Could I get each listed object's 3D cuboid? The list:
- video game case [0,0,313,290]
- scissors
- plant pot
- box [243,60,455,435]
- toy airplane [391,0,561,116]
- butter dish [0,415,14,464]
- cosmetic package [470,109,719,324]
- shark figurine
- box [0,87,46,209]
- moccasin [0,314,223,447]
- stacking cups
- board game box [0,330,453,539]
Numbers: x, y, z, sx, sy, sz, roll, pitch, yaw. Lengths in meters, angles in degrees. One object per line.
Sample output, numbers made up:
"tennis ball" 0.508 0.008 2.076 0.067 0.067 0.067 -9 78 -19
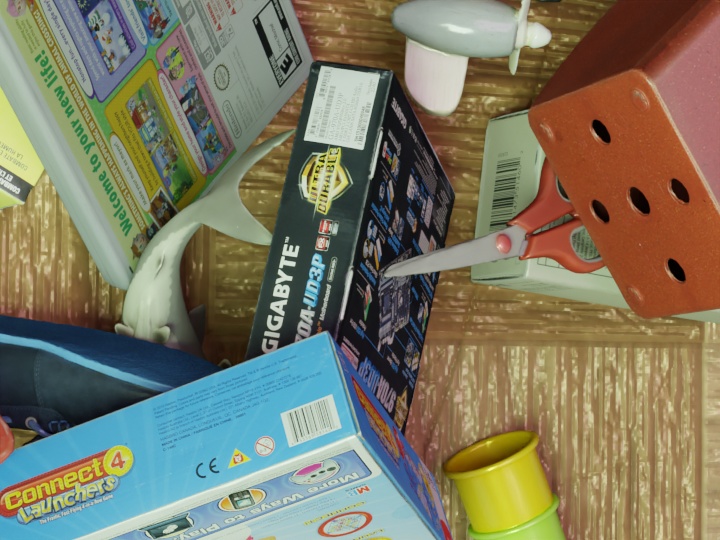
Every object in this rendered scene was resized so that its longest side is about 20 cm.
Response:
"video game case" -0.107 -0.120 1.038 0.182 0.022 0.201 -53 143 -27
"scissors" 0.086 -0.010 1.081 0.200 0.014 0.073 -35 100 -46
"plant pot" 0.211 -0.079 1.085 0.176 0.200 0.201 -32 97 -21
"box" 0.000 0.000 1.060 0.046 0.200 0.160 9 77 14
"toy airplane" 0.066 -0.216 1.128 0.199 0.141 0.201 -35 103 -21
"butter dish" -0.290 0.045 0.904 0.199 0.200 0.149 -29 126 -23
"cosmetic package" 0.173 -0.029 1.207 0.199 0.073 0.104 11 83 -25
"shark figurine" -0.090 0.025 1.073 0.090 0.127 0.216 -55 150 -58
"box" -0.157 -0.128 1.057 0.050 0.075 0.201 33 76 -20
"moccasin" -0.150 0.066 1.021 0.080 0.199 0.069 -12 112 -67
"stacking cups" 0.111 0.196 1.176 0.060 0.060 0.201 -25 98 -24
"board game box" -0.071 0.124 0.984 0.199 0.196 0.056 -21 61 6
